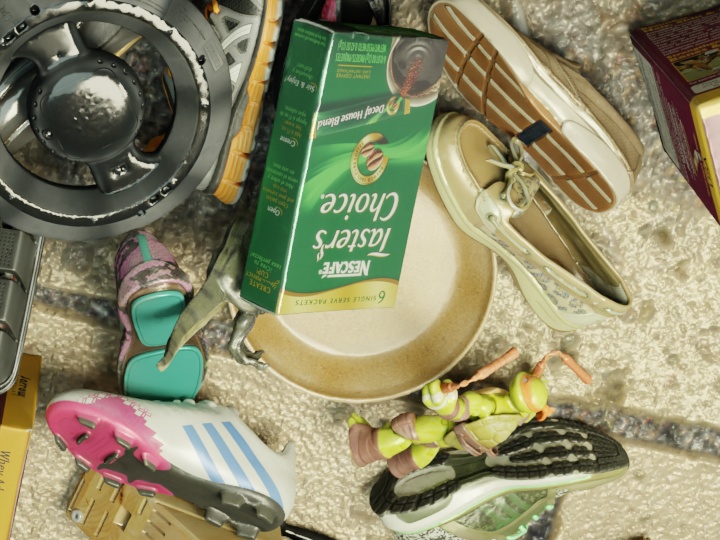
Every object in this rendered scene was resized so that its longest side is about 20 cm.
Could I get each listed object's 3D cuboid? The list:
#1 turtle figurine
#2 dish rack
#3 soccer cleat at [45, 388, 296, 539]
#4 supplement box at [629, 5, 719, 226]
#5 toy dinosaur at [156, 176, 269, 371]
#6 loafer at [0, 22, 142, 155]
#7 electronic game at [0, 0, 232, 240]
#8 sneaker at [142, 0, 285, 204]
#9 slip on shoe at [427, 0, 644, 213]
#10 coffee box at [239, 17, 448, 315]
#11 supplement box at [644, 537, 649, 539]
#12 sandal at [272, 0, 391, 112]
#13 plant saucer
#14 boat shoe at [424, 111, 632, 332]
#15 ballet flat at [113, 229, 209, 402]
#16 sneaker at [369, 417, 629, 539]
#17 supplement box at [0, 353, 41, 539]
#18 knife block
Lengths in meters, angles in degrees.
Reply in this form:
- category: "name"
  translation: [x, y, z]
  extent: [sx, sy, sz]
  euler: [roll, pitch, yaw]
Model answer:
- category: "turtle figurine"
  translation: [0.083, 0.110, 1.577]
  extent: [0.161, 0.200, 0.064]
  euler: [-23, 79, 29]
- category: "dish rack"
  translation: [-0.330, -0.004, 1.499]
  extent: [0.200, 0.055, 0.154]
  euler: [9, 70, -1]
- category: "soccer cleat"
  translation: [-0.136, 0.125, 1.568]
  extent: [0.200, 0.086, 0.070]
  euler: [28, 139, -18]
- category: "supplement box"
  translation: [0.278, -0.114, 1.467]
  extent: [0.131, 0.200, 0.103]
  euler: [-18, 112, 2]
- category: "toy dinosaur"
  translation: [-0.086, 0.016, 1.495]
  extent: [0.047, 0.200, 0.088]
  euler: [8, 142, 31]
- category: "loafer"
  translation: [-0.213, -0.123, 1.471]
  extent: [0.072, 0.073, 0.200]
  euler: [36, 94, -8]
- category: "electronic game"
  translation: [-0.184, -0.111, 1.432]
  extent: [0.200, 0.042, 0.200]
  euler: [-7, 119, -13]
- category: "sneaker"
  translation: [-0.099, -0.145, 1.491]
  extent: [0.077, 0.078, 0.200]
  euler: [14, 108, -2]
- category: "slip on shoe"
  translation: [0.129, -0.131, 1.526]
  extent: [0.200, 0.076, 0.061]
  euler: [45, 61, -10]
- category: "coffee box"
  translation: [-0.010, -0.070, 1.469]
  extent: [0.123, 0.044, 0.200]
  euler: [-1, 109, -47]
- category: "supplement box"
  translation: [0.157, 0.329, 1.617]
  extent: [0.200, 0.197, 0.133]
  euler: [-16, 111, 2]
- category: "sandal"
  translation: [-0.007, -0.176, 1.486]
  extent: [0.075, 0.045, 0.200]
  euler: [1, 115, -48]
- category: "plant saucer"
  translation: [0.000, 0.000, 1.574]
  extent: [0.200, 0.035, 0.200]
  euler: [-2, 110, -4]
- category: "boat shoe"
  translation: [0.122, -0.040, 1.535]
  extent: [0.063, 0.073, 0.200]
  euler: [-15, 127, 45]
- category: "ballet flat"
  translation: [-0.148, 0.036, 1.543]
  extent: [0.069, 0.071, 0.200]
  euler: [-9, 149, -7]
- category: "sneaker"
  translation: [0.111, 0.176, 1.641]
  extent: [0.200, 0.077, 0.089]
  euler: [-14, 124, 6]
- category: "supplement box"
  translation: [-0.350, 0.157, 1.550]
  extent: [0.200, 0.133, 0.198]
  euler: [11, 109, -9]
- category: "knife block"
  translation: [-0.103, 0.208, 1.639]
  extent: [0.200, 0.175, 0.064]
  euler: [37, 108, 30]
